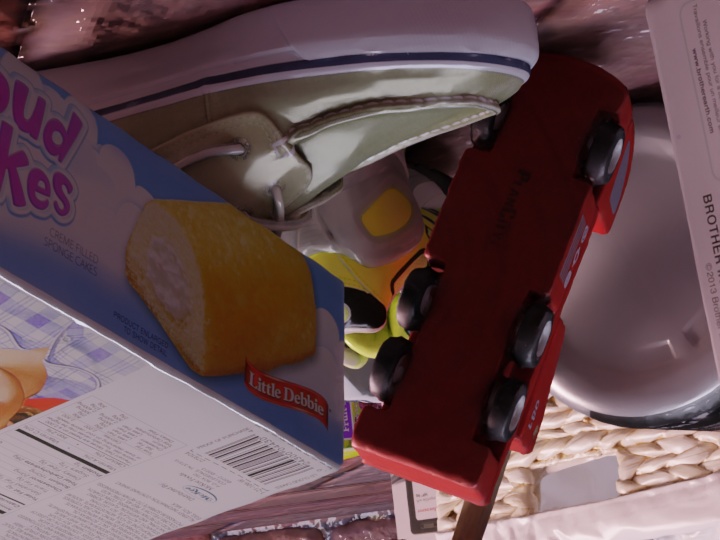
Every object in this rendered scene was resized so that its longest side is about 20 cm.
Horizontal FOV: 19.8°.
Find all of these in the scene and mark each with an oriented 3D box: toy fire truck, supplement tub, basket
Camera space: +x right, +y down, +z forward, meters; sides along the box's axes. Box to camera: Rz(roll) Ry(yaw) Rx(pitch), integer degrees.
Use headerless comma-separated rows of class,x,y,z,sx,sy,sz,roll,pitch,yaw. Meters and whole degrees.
toy fire truck,0.046,0.038,0.712,0.049,0.200,0.141,18,167,16
supplement tub,0.146,0.005,0.835,0.122,0.123,0.200,-14,169,27
basket,0.160,0.064,1.065,0.200,0.161,0.198,1,166,-45

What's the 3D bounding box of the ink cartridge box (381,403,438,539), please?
ink cartridge box,0.077,0.116,1.159,0.068,0.200,0.116,-14,169,41

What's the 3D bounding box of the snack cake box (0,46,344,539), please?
snack cake box,-0.109,0.007,0.563,0.115,0.067,0.200,-22,142,31

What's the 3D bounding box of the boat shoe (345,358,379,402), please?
boat shoe,-0.033,0.034,0.991,0.091,0.071,0.200,-4,167,13

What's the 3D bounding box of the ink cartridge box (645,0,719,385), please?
ink cartridge box,0.188,-0.040,0.581,0.076,0.137,0.200,-2,168,-41

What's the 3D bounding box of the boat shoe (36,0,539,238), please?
boat shoe,-0.040,-0.036,0.622,0.200,0.062,0.072,-12,169,18

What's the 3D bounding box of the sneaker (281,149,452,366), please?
sneaker,0.000,0.000,0.771,0.075,0.076,0.200,-12,169,15

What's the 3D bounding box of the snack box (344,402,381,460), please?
snack box,-0.101,0.098,1.297,0.200,0.068,0.169,-1,168,-27
